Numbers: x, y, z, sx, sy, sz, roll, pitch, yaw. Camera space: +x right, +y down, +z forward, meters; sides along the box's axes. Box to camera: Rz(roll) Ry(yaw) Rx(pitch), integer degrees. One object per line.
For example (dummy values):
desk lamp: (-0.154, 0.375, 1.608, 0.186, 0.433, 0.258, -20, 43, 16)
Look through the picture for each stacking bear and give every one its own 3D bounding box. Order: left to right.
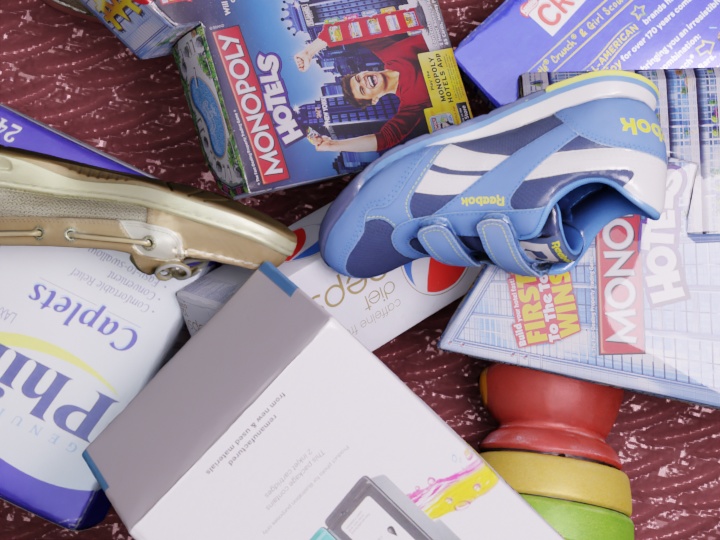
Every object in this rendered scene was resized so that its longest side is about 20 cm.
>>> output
stacking bear: (0.102, 0.130, 1.505, 0.114, 0.121, 0.200, 6, 80, 11)

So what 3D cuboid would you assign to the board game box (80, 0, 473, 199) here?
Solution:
board game box: (-0.057, -0.139, 1.467, 0.200, 0.062, 0.200, -12, 82, -27)

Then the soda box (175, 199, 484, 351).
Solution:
soda box: (0.000, 0.000, 1.480, 0.200, 0.064, 0.068, -31, 115, -26)

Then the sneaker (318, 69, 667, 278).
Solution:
sneaker: (0.069, -0.033, 1.378, 0.200, 0.074, 0.082, -24, 66, 19)

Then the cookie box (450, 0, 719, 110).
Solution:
cookie box: (0.178, -0.105, 1.522, 0.171, 0.075, 0.200, -42, 89, -1)

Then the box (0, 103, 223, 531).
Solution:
box: (-0.192, 0.021, 1.507, 0.184, 0.105, 0.200, 25, 89, 1)

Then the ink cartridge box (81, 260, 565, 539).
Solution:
ink cartridge box: (-0.013, 0.124, 1.357, 0.146, 0.147, 0.200, -46, 110, -2)

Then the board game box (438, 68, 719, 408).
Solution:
board game box: (0.140, -0.012, 1.443, 0.200, 0.062, 0.200, -2, 87, 0)

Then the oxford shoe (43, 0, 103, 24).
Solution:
oxford shoe: (-0.100, -0.158, 1.524, 0.200, 0.075, 0.071, 11, 86, -1)

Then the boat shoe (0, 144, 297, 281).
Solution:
boat shoe: (-0.135, -0.022, 1.422, 0.200, 0.073, 0.063, 13, 94, 2)
